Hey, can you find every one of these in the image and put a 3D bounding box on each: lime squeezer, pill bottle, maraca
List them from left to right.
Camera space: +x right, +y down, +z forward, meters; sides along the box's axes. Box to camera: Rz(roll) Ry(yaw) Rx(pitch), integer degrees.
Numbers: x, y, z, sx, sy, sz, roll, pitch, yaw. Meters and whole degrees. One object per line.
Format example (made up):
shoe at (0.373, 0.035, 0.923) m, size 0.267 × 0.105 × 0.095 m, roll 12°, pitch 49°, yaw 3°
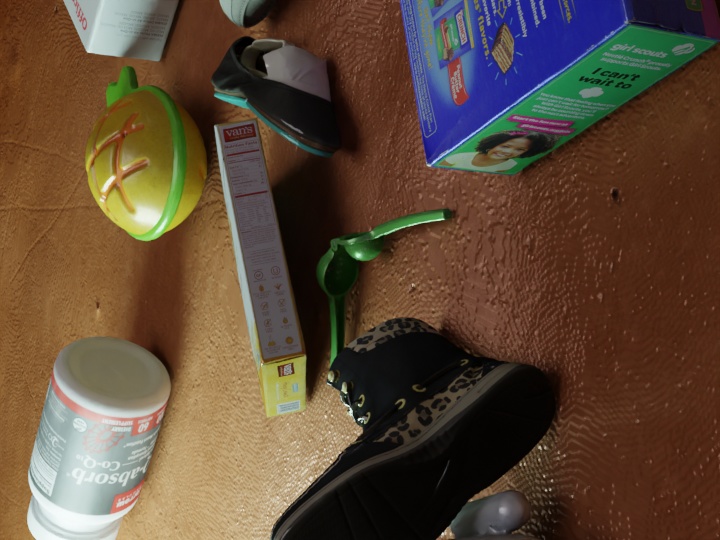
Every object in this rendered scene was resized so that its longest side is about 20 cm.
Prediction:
pill bottle at (-0.264, 0.176, 1.449) m, size 0.116 × 0.115 × 0.201 m, roll 53°, pitch 134°, yaw 45°
maraca at (-0.207, -0.111, 1.369) m, size 0.200 × 0.106 × 0.138 m, roll 48°, pitch 122°, yaw 48°
lime squeezer at (0.000, 0.000, 1.088) m, size 0.201 × 0.037 × 0.071 m, roll -57°, pitch 43°, yaw 40°

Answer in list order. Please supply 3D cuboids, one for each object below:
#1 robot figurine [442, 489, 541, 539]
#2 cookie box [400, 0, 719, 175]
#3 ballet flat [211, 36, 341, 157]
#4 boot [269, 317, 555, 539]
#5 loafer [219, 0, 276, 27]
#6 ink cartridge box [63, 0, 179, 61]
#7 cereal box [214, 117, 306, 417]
robot figurine at (0.069, 0.220, 0.894) m, size 0.199 × 0.112 × 0.171 m, roll -21°, pitch 58°, yaw 58°
cookie box at (0.107, -0.173, 0.876) m, size 0.200 × 0.075 × 0.173 m, roll -33°, pitch 61°, yaw 55°
ballet flat at (-0.067, -0.150, 1.181) m, size 0.200 × 0.068 × 0.069 m, roll 35°, pitch 105°, yaw 54°
boot at (0.009, 0.111, 0.945) m, size 0.154 × 0.203 × 0.074 m, roll 29°, pitch 150°, yaw 60°
loafer at (-0.064, -0.251, 1.171) m, size 0.070 × 0.070 × 0.200 m, roll 45°, pitch 152°, yaw 6°
ink cartridge box at (-0.225, -0.328, 1.427) m, size 0.146 × 0.083 × 0.201 m, roll 60°, pitch 137°, yaw 40°
cereal box at (-0.078, 0.000, 1.163) m, size 0.144 × 0.039 × 0.202 m, roll 93°, pitch 165°, yaw -68°
